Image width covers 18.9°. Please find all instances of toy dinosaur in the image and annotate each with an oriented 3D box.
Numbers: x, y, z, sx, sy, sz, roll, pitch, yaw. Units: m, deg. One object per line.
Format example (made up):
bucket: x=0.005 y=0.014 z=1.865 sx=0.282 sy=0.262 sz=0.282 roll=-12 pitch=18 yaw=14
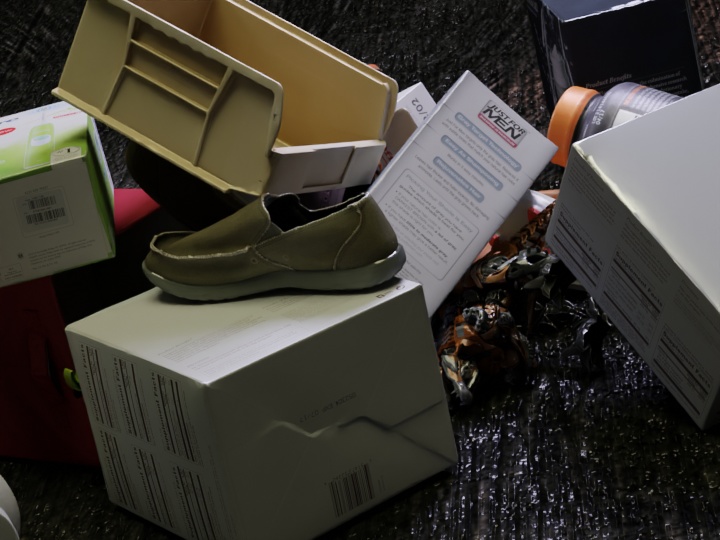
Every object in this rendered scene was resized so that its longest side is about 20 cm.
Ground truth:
toy dinosaur: x=0.116 y=0.020 z=1.679 sx=0.135 sy=0.201 sz=0.102 roll=-1 pitch=-22 yaw=38

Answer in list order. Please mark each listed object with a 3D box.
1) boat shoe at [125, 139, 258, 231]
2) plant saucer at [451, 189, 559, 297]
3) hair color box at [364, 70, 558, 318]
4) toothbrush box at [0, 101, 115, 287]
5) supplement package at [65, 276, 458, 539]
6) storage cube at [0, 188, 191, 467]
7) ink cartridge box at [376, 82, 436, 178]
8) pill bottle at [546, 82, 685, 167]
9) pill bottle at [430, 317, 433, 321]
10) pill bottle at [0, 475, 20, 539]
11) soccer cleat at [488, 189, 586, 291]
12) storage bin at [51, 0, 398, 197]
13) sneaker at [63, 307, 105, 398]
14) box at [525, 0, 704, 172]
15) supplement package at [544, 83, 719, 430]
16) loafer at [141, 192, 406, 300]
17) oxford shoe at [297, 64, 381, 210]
boat shoe: x=-0.095 y=-0.044 z=1.700 sx=0.074 sy=0.200 sz=0.066 roll=-36 pitch=8 yaw=33
plant saucer: x=0.144 y=-0.019 z=1.897 sx=0.199 sy=0.038 sz=0.200 roll=-11 pitch=20 yaw=4
hair color box: x=0.059 y=-0.052 z=1.705 sx=0.200 sy=0.099 sz=0.061 roll=-51 pitch=3 yaw=-29
toothbrush box: x=-0.270 y=-0.058 z=1.674 sx=0.145 sy=0.087 sz=0.200 roll=-15 pitch=18 yaw=-2
supplement package: x=-0.073 y=0.091 z=1.557 sx=0.190 sy=0.148 sz=0.200 roll=-23 pitch=22 yaw=-30
storage cube: x=-0.232 y=0.043 z=1.758 sx=0.179 sy=0.172 sz=0.200 roll=2 pitch=24 yaw=38
ink cartridge box: x=0.035 y=-0.090 z=1.933 sx=0.068 sy=0.115 sz=0.200 roll=-41 pitch=11 yaw=-33
pill bottle: x=0.262 y=-0.099 z=1.860 sx=0.199 sy=0.107 sz=0.106 roll=20 pitch=33 yaw=25
pill bottle: x=0.000 y=0.000 z=1.818 sx=0.112 sy=0.114 sz=0.200 roll=-13 pitch=20 yaw=-1
pill bottle: x=-0.306 y=0.172 z=1.532 sx=0.112 sy=0.113 sz=0.200 roll=-19 pitch=20 yaw=-18
soccer cleat: x=0.189 y=-0.015 z=1.774 sx=0.199 sy=0.070 sz=0.077 roll=26 pitch=27 yaw=26
storage bin: x=-0.097 y=-0.138 z=1.651 sx=0.198 sy=0.094 sz=0.200 roll=29 pitch=17 yaw=20
sneaker: x=-0.151 y=0.090 z=1.674 sx=0.199 sy=0.083 sz=0.071 roll=23 pitch=-8 yaw=-41
box: x=0.243 y=-0.175 z=2.025 sx=0.123 sy=0.198 sz=0.200 roll=-13 pitch=19 yaw=-3
supplement package: x=0.260 y=-0.015 z=1.566 sx=0.155 sy=0.111 sz=0.200 roll=-22 pitch=58 yaw=-25
loafer: x=-0.065 y=-0.025 z=1.547 sx=0.199 sy=0.070 sz=0.075 roll=-4 pitch=20 yaw=19
oxford shoe: x=-0.013 y=-0.097 z=1.806 sx=0.072 sy=0.071 sz=0.200 roll=27 pitch=49 yaw=5
